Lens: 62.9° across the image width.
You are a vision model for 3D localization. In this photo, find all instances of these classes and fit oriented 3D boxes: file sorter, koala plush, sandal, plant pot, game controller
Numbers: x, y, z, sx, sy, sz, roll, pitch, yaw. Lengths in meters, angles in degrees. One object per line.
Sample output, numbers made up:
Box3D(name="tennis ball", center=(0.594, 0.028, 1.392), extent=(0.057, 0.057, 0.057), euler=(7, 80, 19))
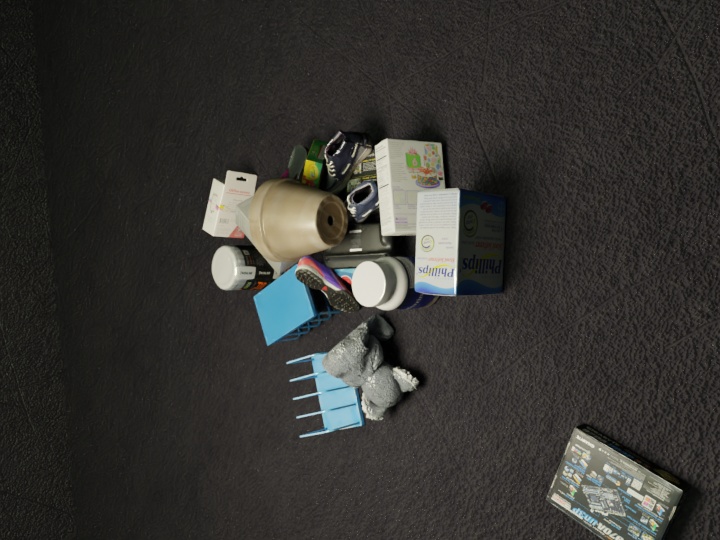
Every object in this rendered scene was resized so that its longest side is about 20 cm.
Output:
Box3D(name="file sorter", center=(-0.096, 0.311, 1.502), extent=(0.138, 0.122, 0.203), euler=(-22, 75, 40))
Box3D(name="koala plush", center=(0.025, 0.238, 1.371), extent=(0.177, 0.184, 0.201), euler=(-42, 84, 18))
Box3D(name="sandal", center=(-0.190, -0.234, 1.556), extent=(0.075, 0.048, 0.203), euler=(24, 104, 36))
Box3D(name="plant pot", center=(-0.130, -0.117, 1.362), extent=(0.172, 0.199, 0.203), euler=(3, 92, 38))
Box3D(name="game controller", center=(-0.006, -0.058, 1.397), extent=(0.198, 0.042, 0.106), euler=(-2, 82, 33))
Box3D(name="file sorter", center=(-0.163, 0.091, 1.554), extent=(0.199, 0.122, 0.140), euler=(-33, 68, 37))

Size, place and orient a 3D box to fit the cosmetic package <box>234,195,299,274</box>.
Box3D(name="cosmetic package", center=(-0.229, -0.102, 1.532), extent=(0.201, 0.106, 0.090), euler=(51, 152, 13))

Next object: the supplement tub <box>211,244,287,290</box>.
Box3D(name="supplement tub", center=(-0.302, -0.008, 1.640), extent=(0.122, 0.199, 0.124), euler=(0, 91, 42))

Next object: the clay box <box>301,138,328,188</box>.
Box3D(name="clay box", center=(-0.125, -0.220, 1.514), extent=(0.116, 0.047, 0.202), euler=(-78, 3, -51))

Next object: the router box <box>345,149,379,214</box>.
Box3D(name="router box", center=(0.047, -0.214, 1.416), extent=(0.199, 0.051, 0.151), euler=(1, 91, 44))

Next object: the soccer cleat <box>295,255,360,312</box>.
Box3D(name="soccer cleat", center=(-0.073, 0.031, 1.467), extent=(0.068, 0.199, 0.074), euler=(-34, 30, 39))

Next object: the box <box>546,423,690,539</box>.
Box3D(name="box", center=(0.450, 0.396, 1.047), extent=(0.199, 0.046, 0.161), euler=(27, 108, 39))

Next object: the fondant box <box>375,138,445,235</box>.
Box3D(name="fondant box", center=(0.113, -0.180, 1.291), extent=(0.058, 0.143, 0.203), euler=(-10, 83, 62))

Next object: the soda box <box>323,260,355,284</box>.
Box3D(name="soda box", center=(0.000, 0.000, 1.454), extent=(0.199, 0.064, 0.069), euler=(34, 112, 38))

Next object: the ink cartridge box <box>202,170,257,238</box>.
Box3D(name="ink cartridge box", center=(-0.394, -0.206, 1.783), extent=(0.067, 0.116, 0.202), euler=(28, 108, 39))

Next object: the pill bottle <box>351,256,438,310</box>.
Box3D(name="pill bottle", center=(0.081, 0.028, 1.286), extent=(0.115, 0.199, 0.117), euler=(0, 90, 43))

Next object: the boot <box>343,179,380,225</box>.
Box3D(name="boot", center=(-0.009, -0.158, 1.369), extent=(0.199, 0.090, 0.074), euler=(-32, 74, 41))

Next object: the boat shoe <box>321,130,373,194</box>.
Box3D(name="boat shoe", center=(-0.061, -0.261, 1.424), extent=(0.200, 0.092, 0.075), euler=(-49, 54, 36))

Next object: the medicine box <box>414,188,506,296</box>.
Box3D(name="medicine box", center=(0.203, -0.054, 1.185), extent=(0.102, 0.181, 0.203), euler=(2, 92, 42))
